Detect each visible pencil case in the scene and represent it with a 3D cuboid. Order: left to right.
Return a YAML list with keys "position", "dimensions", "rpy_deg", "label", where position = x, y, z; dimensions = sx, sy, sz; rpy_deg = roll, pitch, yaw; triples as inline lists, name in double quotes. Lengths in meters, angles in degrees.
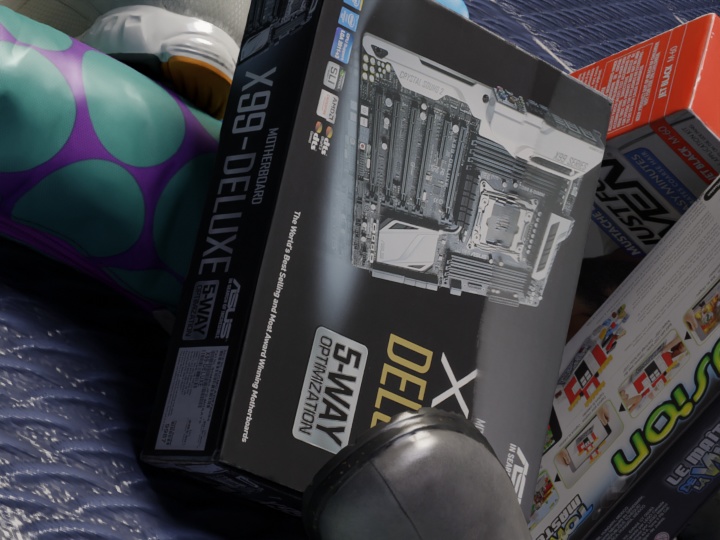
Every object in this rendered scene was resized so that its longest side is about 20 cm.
- position: [-0.103, -0.032, 1.064]
  dimensions: [0.200, 0.093, 0.085]
  rpy_deg: [28, -24, -36]
  label: "pencil case"

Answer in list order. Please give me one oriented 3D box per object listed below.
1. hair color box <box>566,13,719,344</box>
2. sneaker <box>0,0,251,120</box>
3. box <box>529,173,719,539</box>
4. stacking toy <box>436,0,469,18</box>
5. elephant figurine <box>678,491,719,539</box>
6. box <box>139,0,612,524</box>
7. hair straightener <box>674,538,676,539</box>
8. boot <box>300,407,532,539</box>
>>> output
- position: [0.112, -0.031, 1.273]
  dimensions: [0.111, 0.200, 0.064]
  rpy_deg: [41, 50, -27]
  label: "hair color box"
- position: [-0.099, -0.111, 1.155]
  dimensions: [0.076, 0.092, 0.200]
  rpy_deg: [27, -15, -34]
  label: "sneaker"
- position: [0.126, 0.051, 1.165]
  dimensions: [0.035, 0.200, 0.110]
  rpy_deg: [32, 18, -28]
  label: "box"
- position: [-0.040, -0.127, 1.395]
  dimensions: [0.110, 0.116, 0.200]
  rpy_deg: [33, 4, -28]
  label: "stacking toy"
- position: [0.231, 0.059, 1.392]
  dimensions: [0.142, 0.200, 0.155]
  rpy_deg: [46, 16, 19]
  label: "elephant figurine"
- position: [0.011, 0.001, 1.057]
  dimensions: [0.158, 0.200, 0.050]
  rpy_deg: [25, -19, -38]
  label: "box"
- position: [0.133, 0.073, 1.280]
  dimensions: [0.041, 0.077, 0.200]
  rpy_deg: [22, 30, -1]
  label: "hair straightener"
- position: [0.059, 0.136, 0.918]
  dimensions: [0.132, 0.070, 0.200]
  rpy_deg: [53, -1, 39]
  label: "boot"
